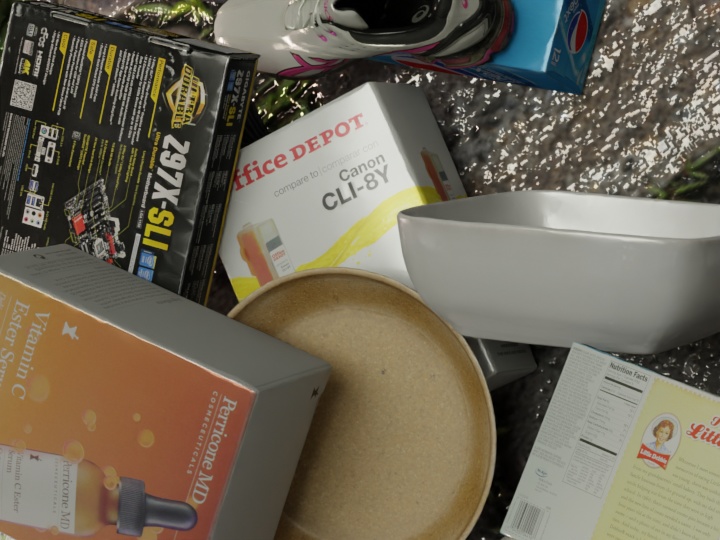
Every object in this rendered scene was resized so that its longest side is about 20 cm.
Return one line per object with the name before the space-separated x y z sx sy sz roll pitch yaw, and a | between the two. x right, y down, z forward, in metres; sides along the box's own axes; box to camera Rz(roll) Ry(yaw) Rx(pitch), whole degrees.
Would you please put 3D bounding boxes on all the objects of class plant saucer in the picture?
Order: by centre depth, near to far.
plant saucer | -0.007 0.096 1.576 0.200 0.035 0.200 2 95 21

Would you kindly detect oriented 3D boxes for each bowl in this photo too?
bowl | 0.139 0.000 1.530 0.200 0.200 0.075 4 99 28

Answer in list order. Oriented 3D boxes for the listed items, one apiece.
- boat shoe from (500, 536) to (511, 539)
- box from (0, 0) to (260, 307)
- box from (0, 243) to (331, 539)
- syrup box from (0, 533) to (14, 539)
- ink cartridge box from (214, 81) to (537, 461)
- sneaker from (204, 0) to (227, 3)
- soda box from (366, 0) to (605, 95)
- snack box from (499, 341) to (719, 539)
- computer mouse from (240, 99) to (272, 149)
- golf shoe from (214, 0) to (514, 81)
boat shoe | 0.122 0.246 1.548 0.086 0.075 0.202 -36 64 15
box | -0.160 -0.056 1.635 0.160 0.049 0.200 15 99 21
box | -0.143 0.092 1.554 0.200 0.106 0.152 23 104 20
syrup box | -0.206 0.175 1.674 0.200 0.081 0.079 27 91 33
ink cartridge box | 0.000 0.000 1.635 0.145 0.083 0.200 -26 81 21
sneaker | -0.119 -0.255 1.775 0.200 0.078 0.112 36 95 28
soda box | 0.050 -0.165 1.677 0.200 0.064 0.068 12 85 29
snack box | 0.169 0.120 1.383 0.200 0.037 0.116 22 90 49
computer mouse | -0.116 -0.023 1.748 0.200 0.046 0.140 -45 76 12
golf shoe | -0.010 -0.164 1.620 0.200 0.092 0.073 -3 80 28
